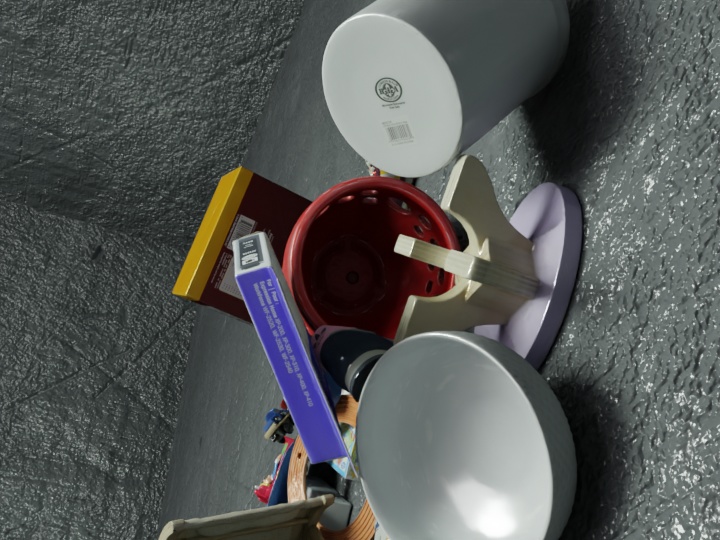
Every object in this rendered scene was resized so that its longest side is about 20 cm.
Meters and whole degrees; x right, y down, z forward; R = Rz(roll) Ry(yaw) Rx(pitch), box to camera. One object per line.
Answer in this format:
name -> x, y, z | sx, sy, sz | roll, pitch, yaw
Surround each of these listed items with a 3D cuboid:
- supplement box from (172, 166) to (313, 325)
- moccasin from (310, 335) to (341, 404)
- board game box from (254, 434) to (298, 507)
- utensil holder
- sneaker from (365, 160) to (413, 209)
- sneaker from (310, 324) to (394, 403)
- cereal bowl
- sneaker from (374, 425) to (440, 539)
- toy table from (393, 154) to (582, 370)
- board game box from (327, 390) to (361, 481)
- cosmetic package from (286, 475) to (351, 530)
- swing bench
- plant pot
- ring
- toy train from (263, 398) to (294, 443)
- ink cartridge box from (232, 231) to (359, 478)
supplement box -> -0.140, -0.017, 1.094 | 0.133, 0.199, 0.198 | 0, 67, 67
moccasin -> -0.071, 0.093, 0.981 | 0.068, 0.080, 0.201 | -42, 40, 50
board game box -> -0.123, 0.301, 1.086 | 0.200, 0.039, 0.159 | -48, -26, -70
utensil holder -> 0.083, -0.207, 0.715 | 0.200, 0.170, 0.170 | -41, -5, -37
sneaker -> 0.034, -0.146, 1.080 | 0.075, 0.090, 0.201 | -132, 60, -70
sneaker -> 0.026, 0.093, 0.738 | 0.082, 0.200, 0.070 | 37, 92, 33
cereal bowl -> 0.092, 0.147, 0.603 | 0.199, 0.083, 0.201 | 3, 95, 45
sneaker -> 0.055, 0.209, 0.735 | 0.088, 0.075, 0.201 | -116, 46, -65
toy table -> 0.111, 0.004, 0.673 | 0.184, 0.117, 0.201 | 172, 114, -71
board game box -> -0.019, 0.203, 1.032 | 0.200, 0.034, 0.135 | -179, 104, -72
cosmetic package -> -0.079, 0.400, 1.021 | 0.151, 0.051, 0.201 | 168, 117, -74
swing bench -> -0.109, 0.371, 0.804 | 0.130, 0.198, 0.201 | -58, 43, 38
plant pot -> 0.000, 0.000, 0.886 | 0.182, 0.199, 0.201 | 166, 118, -76
ring -> -0.026, 0.257, 0.922 | 0.200, 0.019, 0.201 | -23, 59, 45
toy train -> -0.096, 0.200, 1.114 | 0.034, 0.046, 0.200 | -53, -4, 24
ink cartridge box -> -0.067, 0.075, 0.697 | 0.200, 0.043, 0.199 | -129, 18, -73
